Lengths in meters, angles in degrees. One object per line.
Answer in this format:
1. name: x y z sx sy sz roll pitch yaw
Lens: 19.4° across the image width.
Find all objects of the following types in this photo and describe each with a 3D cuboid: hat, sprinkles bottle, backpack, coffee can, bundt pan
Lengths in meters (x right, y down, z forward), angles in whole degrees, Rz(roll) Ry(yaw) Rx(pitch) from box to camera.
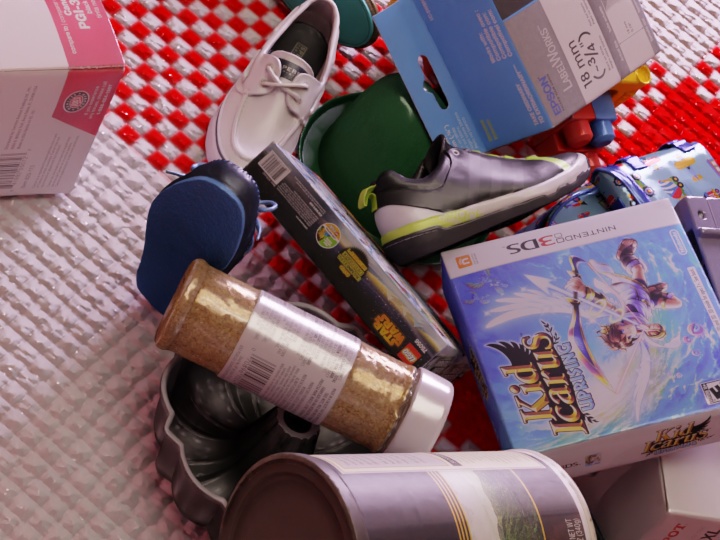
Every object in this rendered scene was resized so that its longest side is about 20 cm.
1. hat: 0.051 -0.131 1.646 0.200 0.176 0.166 44 49 10
2. sprinkles bottle: -0.038 0.064 1.421 0.199 0.068 0.068 27 47 -7
3. backpack: 0.210 0.004 1.660 0.199 0.135 0.183 -16 64 -35
4. coffee can: 0.030 0.186 1.328 0.199 0.146 0.147 2 54 -39
5. bundt pan: -0.056 0.123 1.464 0.201 0.076 0.203 15 49 -17

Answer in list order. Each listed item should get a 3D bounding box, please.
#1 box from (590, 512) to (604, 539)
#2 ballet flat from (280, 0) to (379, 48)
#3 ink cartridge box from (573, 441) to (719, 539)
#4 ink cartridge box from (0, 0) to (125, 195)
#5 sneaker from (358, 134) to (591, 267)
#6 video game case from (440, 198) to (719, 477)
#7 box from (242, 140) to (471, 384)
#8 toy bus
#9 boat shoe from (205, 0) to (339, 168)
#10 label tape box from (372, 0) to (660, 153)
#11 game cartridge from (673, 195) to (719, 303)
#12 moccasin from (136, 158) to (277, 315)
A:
1. box: 0.126 0.267 1.466 0.158 0.046 0.201 -8 59 -29
2. ballet flat: -0.059 -0.263 1.781 0.199 0.068 0.072 32 27 3
3. ink cartridge box: 0.254 0.167 1.560 0.199 0.129 0.126 11 51 -19
4. ink cartridge box: -0.286 -0.124 1.485 0.199 0.147 0.083 -4 56 -31
5. sneaker: 0.089 -0.071 1.595 0.199 0.072 0.083 -22 86 -32
6. video game case: 0.169 0.049 1.511 0.180 0.046 0.201 -14 49 -6
7. box: 0.000 0.000 1.560 0.200 0.040 0.137 50 5 15
8. toy bus: 0.142 -0.172 1.765 0.199 0.136 0.193 1 68 -36
9. boat shoe: -0.062 -0.145 1.675 0.072 0.066 0.200 31 47 -2
10. label tape box: 0.126 -0.185 1.649 0.200 0.063 0.145 -35 106 -29
11. game cartridge: 0.319 0.034 1.584 0.129 0.038 0.201 0 57 -23
12. moccasin: -0.110 -0.034 1.468 0.080 0.200 0.068 46 61 -1
